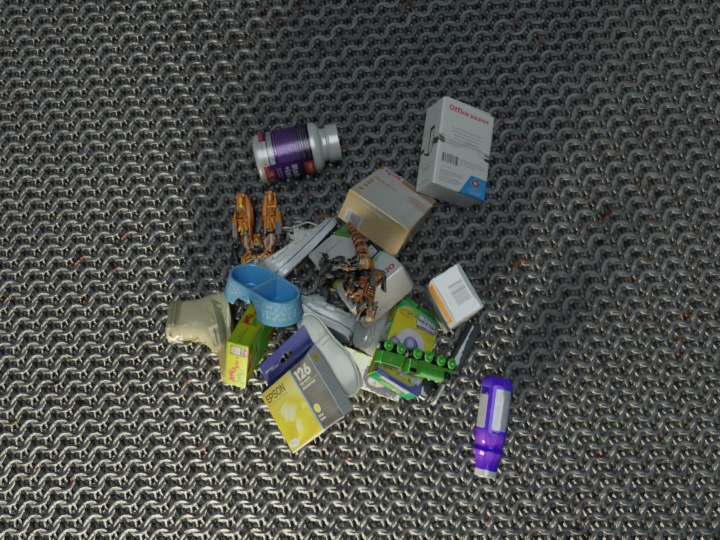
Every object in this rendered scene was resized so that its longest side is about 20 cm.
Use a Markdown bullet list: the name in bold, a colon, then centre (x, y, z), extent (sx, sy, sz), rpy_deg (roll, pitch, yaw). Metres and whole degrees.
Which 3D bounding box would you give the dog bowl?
- **dog bowl**: centre (-0.205, 0.046, 1.296), extent (0.197, 0.110, 0.051), rpy_deg (27, 124, 29)

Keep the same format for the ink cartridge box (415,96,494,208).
- **ink cartridge box**: centre (0.215, -0.265, 1.391), extent (0.142, 0.084, 0.207), rpy_deg (15, 77, -22)

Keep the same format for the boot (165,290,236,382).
- **boot**: centre (-0.351, 0.155, 1.364), extent (0.150, 0.073, 0.207), rpy_deg (-9, 77, 0)

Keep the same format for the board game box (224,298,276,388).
- **board game box**: centre (-0.227, 0.138, 1.288), extent (0.046, 0.201, 0.104), rpy_deg (13, 120, 4)

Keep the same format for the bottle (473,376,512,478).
- **bottle**: centre (0.278, 0.331, 1.299), extent (0.063, 0.084, 0.207), rpy_deg (9, 79, 4)

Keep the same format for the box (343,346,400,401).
- **box**: centre (0.003, 0.220, 1.349), extent (0.194, 0.050, 0.077), rpy_deg (18, 79, 6)

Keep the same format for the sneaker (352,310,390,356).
- **sneaker**: centre (0.046, 0.095, 1.368), extent (0.088, 0.074, 0.205), rpy_deg (34, 61, -29)

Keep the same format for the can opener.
- **can opener**: centre (0.191, 0.198, 1.343), extent (0.066, 0.053, 0.204), rpy_deg (29, 81, 2)

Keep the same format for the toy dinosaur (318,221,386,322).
- **toy dinosaur**: centre (-0.014, 0.005, 1.236), extent (0.131, 0.104, 0.204), rpy_deg (-7, 46, 2)

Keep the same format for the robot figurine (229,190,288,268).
- **robot figurine**: centre (-0.236, -0.075, 1.410), extent (0.140, 0.058, 0.207), rpy_deg (-5, 79, 3)

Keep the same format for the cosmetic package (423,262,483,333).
- **cosmetic package**: centre (0.192, 0.063, 1.294), extent (0.070, 0.200, 0.103), rpy_deg (-29, 79, -4)

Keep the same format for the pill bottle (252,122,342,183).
- **pill bottle**: centre (-0.143, -0.277, 1.418), extent (0.193, 0.112, 0.115), rpy_deg (-13, 79, 0)

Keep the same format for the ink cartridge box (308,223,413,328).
- **ink cartridge box**: centre (0.000, 0.000, 1.332), extent (0.144, 0.084, 0.201), rpy_deg (-39, 51, -4)

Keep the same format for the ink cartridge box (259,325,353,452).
- **ink cartridge box**: centre (-0.131, 0.253, 1.294), extent (0.197, 0.047, 0.203), rpy_deg (-42, 79, 37)

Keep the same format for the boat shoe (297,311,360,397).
- **boat shoe**: centre (-0.068, 0.180, 1.302), extent (0.074, 0.062, 0.201), rpy_deg (-39, 81, -10)

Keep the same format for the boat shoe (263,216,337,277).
- **boat shoe**: centre (-0.141, -0.071, 1.381), extent (0.086, 0.075, 0.202), rpy_deg (46, 70, -1)

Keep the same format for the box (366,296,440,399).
- **box**: centre (0.099, 0.156, 1.314), extent (0.116, 0.048, 0.204), rpy_deg (31, 59, -17)

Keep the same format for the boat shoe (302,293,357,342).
- **boat shoe**: centre (-0.096, 0.089, 1.375), extent (0.196, 0.074, 0.066), rpy_deg (30, 64, 5)

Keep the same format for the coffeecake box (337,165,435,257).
- **coffeecake box**: centre (0.062, -0.135, 1.340), extent (0.151, 0.200, 0.074), rpy_deg (34, 123, 8)

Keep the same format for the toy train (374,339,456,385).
- **toy train**: centre (0.116, 0.190, 1.264), extent (0.195, 0.041, 0.058), rpy_deg (19, 75, -23)
